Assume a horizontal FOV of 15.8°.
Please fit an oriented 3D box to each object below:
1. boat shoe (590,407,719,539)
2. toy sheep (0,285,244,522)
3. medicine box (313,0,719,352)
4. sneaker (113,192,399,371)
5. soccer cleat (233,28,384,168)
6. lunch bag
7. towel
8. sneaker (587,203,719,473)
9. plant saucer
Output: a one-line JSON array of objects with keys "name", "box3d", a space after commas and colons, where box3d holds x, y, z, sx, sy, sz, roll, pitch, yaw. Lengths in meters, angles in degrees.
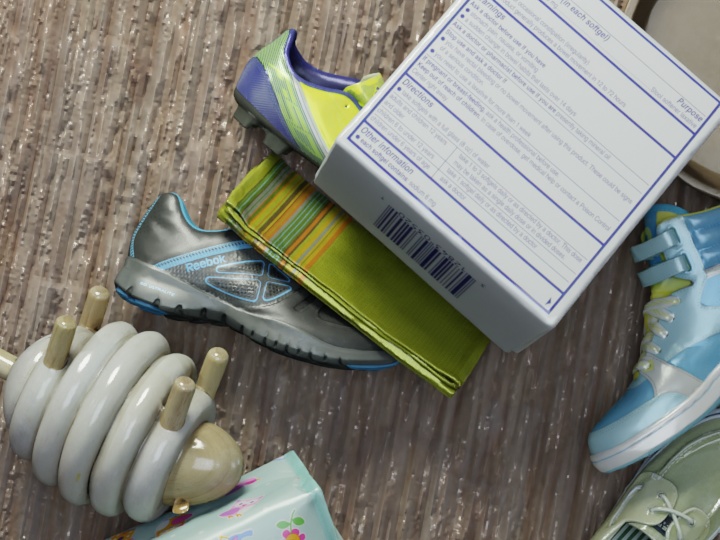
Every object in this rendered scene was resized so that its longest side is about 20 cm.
[{"name": "boat shoe", "box3d": [0.200, 0.177, 1.743, 0.072, 0.062, 0.200, 40, 87, -1]}, {"name": "toy sheep", "box3d": [-0.166, 0.092, 1.700, 0.199, 0.138, 0.138, 29, 88, 13]}, {"name": "medicine box", "box3d": [0.104, -0.083, 1.680, 0.182, 0.103, 0.200, 41, 74, 0]}, {"name": "sneaker", "box3d": [-0.061, 0.011, 1.733, 0.199, 0.073, 0.082, 20, 84, -3]}, {"name": "soccer cleat", "box3d": [0.007, -0.085, 1.738, 0.200, 0.065, 0.084, 36, 98, 1]}, {"name": "lunch bag", "box3d": [-0.070, 0.249, 1.705, 0.170, 0.122, 0.201, -24, 104, -7]}, {"name": "towel", "box3d": [0.000, 0.000, 1.735, 0.200, 0.086, 0.018, 38, 129, -1]}, {"name": "sneaker", "box3d": [0.203, 0.033, 1.741, 0.200, 0.080, 0.131, -40, 92, -12]}, {"name": "plant saucer", "box3d": [0.272, -0.143, 1.770, 0.199, 0.029, 0.201, 0, 89, -3]}]
